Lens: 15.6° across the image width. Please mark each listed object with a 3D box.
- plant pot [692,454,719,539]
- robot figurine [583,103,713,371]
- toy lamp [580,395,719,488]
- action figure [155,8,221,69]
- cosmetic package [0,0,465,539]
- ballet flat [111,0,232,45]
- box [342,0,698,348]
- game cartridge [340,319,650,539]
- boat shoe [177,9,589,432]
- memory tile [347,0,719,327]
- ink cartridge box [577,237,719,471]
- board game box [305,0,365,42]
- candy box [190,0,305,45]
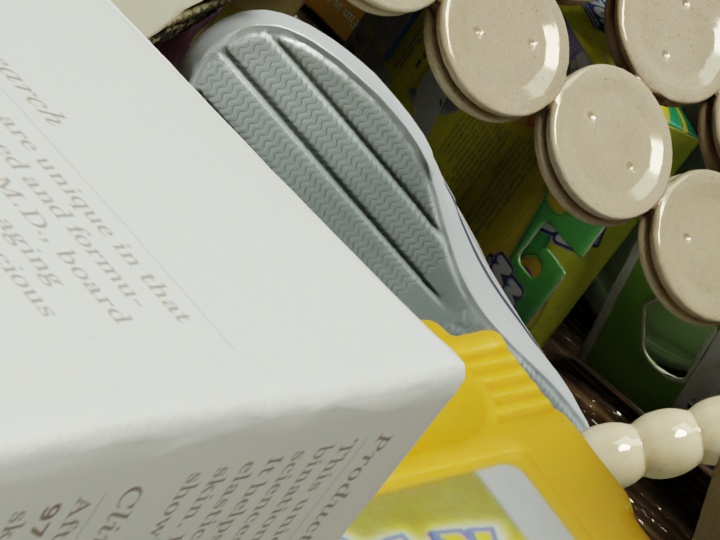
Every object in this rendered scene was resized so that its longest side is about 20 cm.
[{"bbox_3d":[0.195,0.103,0.690,0.200,0.177,0.200,2,60,-24],"label":"plant pot"},{"bbox_3d":[0.151,-0.027,0.995,0.170,0.200,0.113,41,61,-9],"label":"robot figurine"},{"bbox_3d":[0.123,0.045,0.808,0.200,0.058,0.058,-10,37,-9],"label":"toy lamp"},{"bbox_3d":[-0.119,-0.093,0.780,0.200,0.149,0.134,26,27,-56],"label":"action figure"},{"bbox_3d":[-0.124,0.031,0.489,0.166,0.167,0.200,46,24,21],"label":"cosmetic package"},{"bbox_3d":[-0.063,-0.088,0.740,0.075,0.068,0.200,10,33,41],"label":"ballet flat"},{"bbox_3d":[0.053,-0.052,0.967,0.048,0.117,0.200,23,27,-28],"label":"box"},{"bbox_3d":[0.003,0.095,0.640,0.176,0.032,0.200,-11,48,-29],"label":"game cartridge"},{"bbox_3d":[0.000,0.000,0.822,0.200,0.074,0.067,58,-2,-26],"label":"boat shoe"},{"bbox_3d":[0.080,-0.091,0.837,0.200,0.017,0.153,42,59,-21],"label":"memory tile"},{"bbox_3d":[0.186,0.045,0.924,0.200,0.076,0.148,40,-22,10],"label":"ink cartridge box"},{"bbox_3d":[0.026,-0.105,1.146,0.200,0.030,0.096,44,24,24],"label":"board game box"},{"bbox_3d":[-0.050,-0.149,0.899,0.115,0.200,0.055,35,25,-4],"label":"candy box"}]
